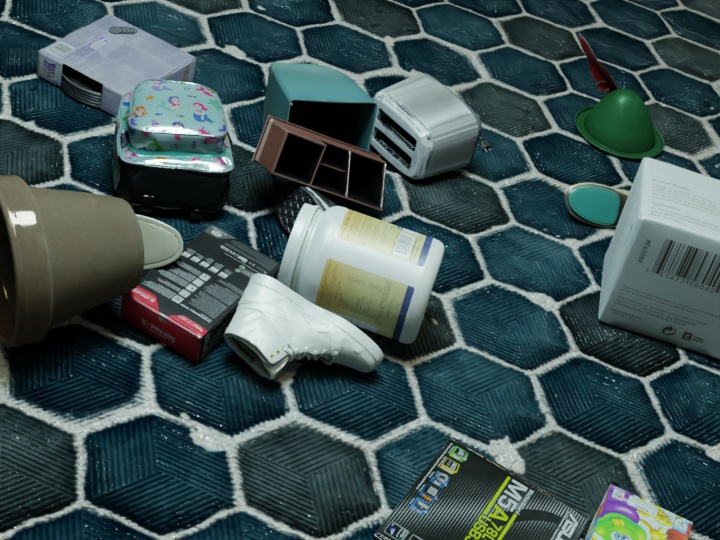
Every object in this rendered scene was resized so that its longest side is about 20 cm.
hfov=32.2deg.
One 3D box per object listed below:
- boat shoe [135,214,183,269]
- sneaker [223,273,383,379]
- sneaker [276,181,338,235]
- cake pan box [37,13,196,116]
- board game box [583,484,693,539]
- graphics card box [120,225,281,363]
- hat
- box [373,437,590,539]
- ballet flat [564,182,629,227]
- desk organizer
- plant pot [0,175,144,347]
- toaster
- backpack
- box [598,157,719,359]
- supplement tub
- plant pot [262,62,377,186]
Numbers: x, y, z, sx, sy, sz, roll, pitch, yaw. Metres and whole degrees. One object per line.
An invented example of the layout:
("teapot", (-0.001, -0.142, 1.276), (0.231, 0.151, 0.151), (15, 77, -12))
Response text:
("boat shoe", (-0.324, -0.039, 1.623), (0.197, 0.073, 0.060), (-1, 7, 4))
("sneaker", (-0.076, 0.102, 1.575), (0.198, 0.074, 0.116), (29, 58, -3))
("sneaker", (-0.037, -0.057, 1.799), (0.199, 0.072, 0.082), (39, 18, 25))
("cake pan box", (-0.392, -0.328, 2.003), (0.182, 0.053, 0.200), (25, 38, 15))
("board game box", (0.278, 0.350, 1.353), (0.102, 0.106, 0.200), (24, 37, 11))
("graphics card box", (-0.204, 0.027, 1.625), (0.124, 0.051, 0.200), (27, 40, 15))
("hat", (0.478, -0.313, 2.202), (0.198, 0.178, 0.166), (-18, 48, -37))
("box", (0.137, 0.302, 1.409), (0.192, 0.048, 0.200), (28, 39, 18))
("ballet flat", (0.414, -0.102, 2.026), (0.197, 0.068, 0.062), (10, 9, -14))
("desk organizer", (-0.050, -0.155, 1.830), (0.198, 0.073, 0.077), (17, 12, -30))
("plant pot", (-0.361, -0.023, 1.504), (0.173, 0.202, 0.201), (-11, 45, -31))
("toaster", (0.101, -0.226, 2.010), (0.128, 0.115, 0.200), (-22, 53, -34))
("backpack", (-0.272, -0.189, 1.801), (0.175, 0.152, 0.201), (4, 34, -14))
("box", (0.469, -0.019, 1.812), (0.196, 0.202, 0.172), (17, 39, 2))
("supplement tub", (0.000, 0.000, 1.656), (0.197, 0.146, 0.145), (19, 37, 3))
("plant pot", (-0.080, -0.240, 1.945), (0.139, 0.143, 0.201), (-1, 31, -21))
